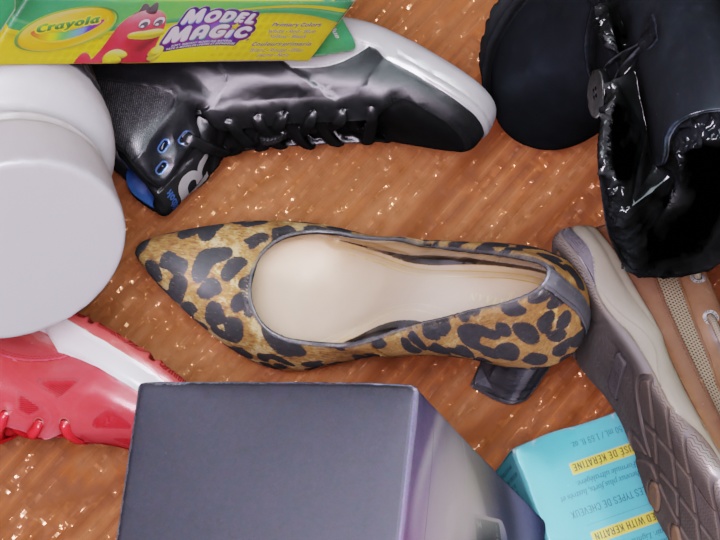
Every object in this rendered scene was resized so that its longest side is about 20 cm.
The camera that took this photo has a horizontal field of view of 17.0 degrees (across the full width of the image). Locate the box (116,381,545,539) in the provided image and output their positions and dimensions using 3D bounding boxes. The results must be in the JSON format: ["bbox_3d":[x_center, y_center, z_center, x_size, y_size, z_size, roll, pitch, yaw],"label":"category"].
[{"bbox_3d":[-0.012,0.168,0.952,0.123,0.198,0.201,-1,70,20],"label":"box"}]

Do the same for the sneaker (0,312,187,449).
[{"bbox_3d":[-0.160,0.067,1.058,0.199,0.078,0.116,28,78,15],"label":"sneaker"}]

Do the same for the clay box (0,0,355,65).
[{"bbox_3d":[-0.089,-0.145,1.027,0.199,0.048,0.115,-7,59,-41],"label":"clay box"}]

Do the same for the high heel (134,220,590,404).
[{"bbox_3d":[0.000,0.000,1.055,0.199,0.143,0.072,16,70,-2],"label":"high heel"}]

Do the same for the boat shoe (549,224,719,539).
[{"bbox_3d":[0.150,0.055,1.038,0.072,0.076,0.201,-17,63,-16],"label":"boat shoe"}]

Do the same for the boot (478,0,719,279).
[{"bbox_3d":[0.110,-0.065,1.044,0.076,0.200,0.169,4,56,-15],"label":"boot"}]

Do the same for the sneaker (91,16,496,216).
[{"bbox_3d":[-0.046,-0.065,1.114,0.199,0.073,0.112,21,73,9],"label":"sneaker"}]

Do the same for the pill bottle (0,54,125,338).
[{"bbox_3d":[-0.168,-0.072,1.032,0.113,0.113,0.200,-14,45,-12],"label":"pill bottle"}]

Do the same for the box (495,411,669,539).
[{"bbox_3d":[0.134,0.164,1.067,0.082,0.049,0.201,-18,74,-13],"label":"box"}]
